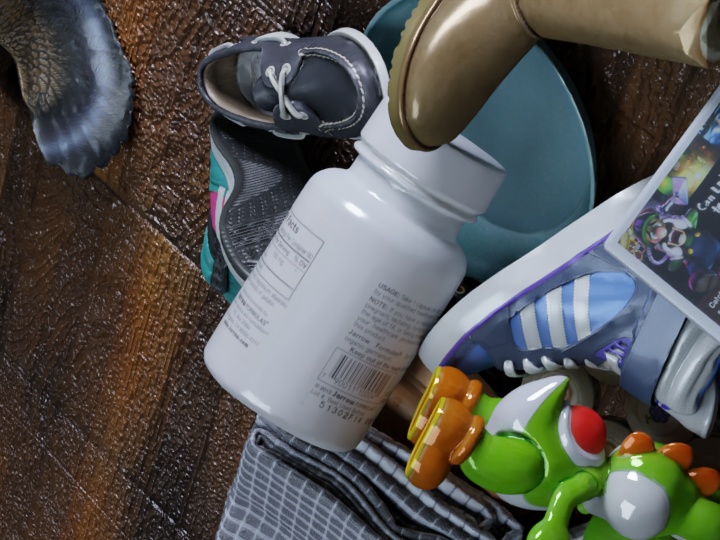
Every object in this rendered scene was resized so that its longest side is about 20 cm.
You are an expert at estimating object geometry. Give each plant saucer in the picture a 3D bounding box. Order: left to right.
[{"bbox_3d":[0.040,0.090,1.861,0.200,0.032,0.200,41,164,15],"label":"plant saucer"},{"bbox_3d":[0.079,-0.087,1.768,0.200,0.036,0.201,27,132,35],"label":"plant saucer"}]

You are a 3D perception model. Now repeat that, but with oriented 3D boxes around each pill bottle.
[{"bbox_3d":[0.000,0.000,1.731,0.114,0.114,0.200,37,100,26],"label":"pill bottle"}]

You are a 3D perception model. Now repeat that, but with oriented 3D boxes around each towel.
[{"bbox_3d":[-0.001,0.175,1.890,0.200,0.086,0.166,32,153,9],"label":"towel"}]

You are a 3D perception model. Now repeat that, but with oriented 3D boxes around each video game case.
[{"bbox_3d":[0.257,-0.037,1.531,0.182,0.023,0.200,41,103,22],"label":"video game case"}]

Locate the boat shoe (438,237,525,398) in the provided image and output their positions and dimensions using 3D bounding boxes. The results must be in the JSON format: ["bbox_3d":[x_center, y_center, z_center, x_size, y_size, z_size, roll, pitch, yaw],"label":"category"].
[{"bbox_3d":[0.044,0.011,1.851,0.201,0.063,0.074,43,141,23],"label":"boat shoe"}]

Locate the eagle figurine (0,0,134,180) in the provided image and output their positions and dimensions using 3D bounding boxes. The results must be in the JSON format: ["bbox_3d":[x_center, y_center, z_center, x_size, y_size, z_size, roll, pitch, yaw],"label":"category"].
[{"bbox_3d":[-0.254,-0.177,2.031,0.200,0.150,0.152,57,-162,-47],"label":"eagle figurine"}]

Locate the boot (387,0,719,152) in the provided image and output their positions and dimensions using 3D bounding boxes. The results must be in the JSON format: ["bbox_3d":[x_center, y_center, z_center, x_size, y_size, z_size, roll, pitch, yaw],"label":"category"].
[{"bbox_3d":[0.123,-0.137,1.599,0.200,0.176,0.066,13,164,44],"label":"boot"}]

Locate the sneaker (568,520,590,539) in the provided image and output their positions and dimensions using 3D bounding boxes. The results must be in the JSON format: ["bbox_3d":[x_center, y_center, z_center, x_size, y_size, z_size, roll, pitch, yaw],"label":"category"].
[{"bbox_3d":[0.157,0.192,1.832,0.073,0.072,0.200,57,143,7],"label":"sneaker"}]

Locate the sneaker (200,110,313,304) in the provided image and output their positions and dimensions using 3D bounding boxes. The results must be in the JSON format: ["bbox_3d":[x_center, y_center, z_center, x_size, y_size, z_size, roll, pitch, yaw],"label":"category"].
[{"bbox_3d":[-0.065,-0.012,1.890,0.200,0.083,0.121,-101,6,-53],"label":"sneaker"}]

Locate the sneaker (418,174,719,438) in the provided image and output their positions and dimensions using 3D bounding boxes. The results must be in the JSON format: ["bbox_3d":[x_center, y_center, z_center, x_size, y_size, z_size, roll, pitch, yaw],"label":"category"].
[{"bbox_3d":[0.144,0.052,1.686,0.200,0.081,0.147,-36,80,23],"label":"sneaker"}]

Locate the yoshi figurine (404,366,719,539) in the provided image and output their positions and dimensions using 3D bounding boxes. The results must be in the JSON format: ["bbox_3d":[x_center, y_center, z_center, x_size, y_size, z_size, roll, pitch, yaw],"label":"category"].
[{"bbox_3d":[0.121,0.138,1.690,0.199,0.113,0.112,21,160,-5],"label":"yoshi figurine"}]

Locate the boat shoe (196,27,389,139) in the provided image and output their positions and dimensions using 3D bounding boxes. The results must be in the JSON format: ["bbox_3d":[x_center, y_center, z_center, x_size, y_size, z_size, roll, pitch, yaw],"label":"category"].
[{"bbox_3d":[-0.043,-0.120,1.820,0.200,0.060,0.074,22,123,60],"label":"boat shoe"}]

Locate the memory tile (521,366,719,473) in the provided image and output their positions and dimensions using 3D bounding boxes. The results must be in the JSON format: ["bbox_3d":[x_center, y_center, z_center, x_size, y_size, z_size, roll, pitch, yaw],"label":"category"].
[{"bbox_3d":[0.200,0.105,1.723,0.153,0.017,0.200,-41,81,26],"label":"memory tile"}]
